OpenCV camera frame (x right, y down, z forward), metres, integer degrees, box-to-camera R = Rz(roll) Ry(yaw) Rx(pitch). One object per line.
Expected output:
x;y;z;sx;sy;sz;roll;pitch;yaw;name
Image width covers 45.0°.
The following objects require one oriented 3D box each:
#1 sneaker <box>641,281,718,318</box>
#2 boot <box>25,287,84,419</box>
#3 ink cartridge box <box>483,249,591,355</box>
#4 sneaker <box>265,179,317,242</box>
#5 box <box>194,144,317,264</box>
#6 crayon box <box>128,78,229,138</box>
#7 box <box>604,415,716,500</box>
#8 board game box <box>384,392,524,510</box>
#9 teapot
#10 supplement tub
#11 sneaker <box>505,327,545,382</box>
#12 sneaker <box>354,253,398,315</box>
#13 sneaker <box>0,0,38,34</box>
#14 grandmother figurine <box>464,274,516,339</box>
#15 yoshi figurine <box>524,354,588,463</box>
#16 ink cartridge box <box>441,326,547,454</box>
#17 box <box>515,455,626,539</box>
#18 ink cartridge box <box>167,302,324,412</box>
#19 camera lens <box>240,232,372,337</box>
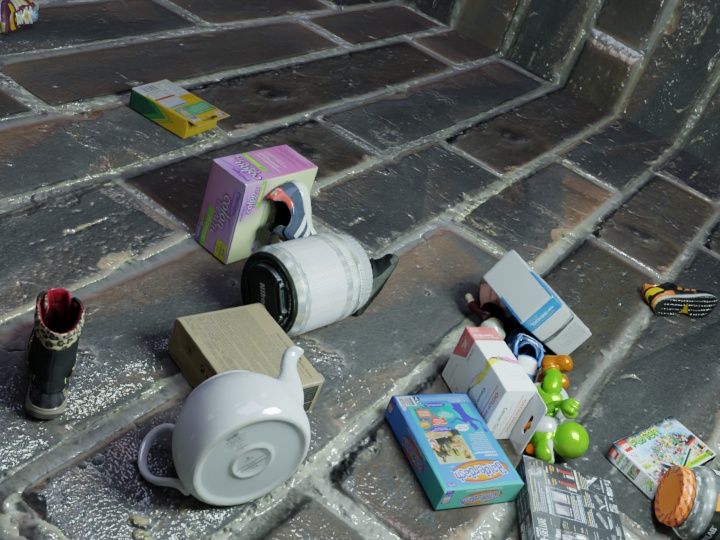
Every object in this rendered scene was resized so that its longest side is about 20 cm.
0.759;0.058;2.066;0.198;0.070;0.090;2;39;-26;sneaker
-0.430;0.089;1.222;0.073;0.151;0.201;9;33;-18;boot
0.348;0.070;1.705;0.200;0.084;0.146;38;13;-46;ink cartridge box
-0.128;-0.064;1.631;0.084;0.202;0.075;-26;19;-33;sneaker
-0.201;-0.131;1.675;0.096;0.177;0.199;36;35;24;box
-0.423;-0.372;2.032;0.199;0.052;0.126;30;32;16;crayon box
0.536;0.330;1.549;0.199;0.035;0.110;-11;43;-41;box
0.145;0.281;1.378;0.151;0.045;0.200;3;35;-28;board game box
-0.174;0.208;1.169;0.199;0.198;0.146;4;33;-37;teapot
0.587;0.392;1.400;0.198;0.123;0.123;20;31;-1;supplement tub
0.312;0.154;1.638;0.073;0.083;0.200;21;28;2;sneaker
0.000;0.000;1.688;0.114;0.076;0.199;36;38;7;sneaker
-0.850;-0.640;2.164;0.089;0.075;0.201;5;36;-16;sneaker
0.264;0.080;1.745;0.120;0.061;0.200;19;30;-4;grandmother figurine
0.346;0.248;1.488;0.112;0.112;0.201;35;45;-20;yoshi figurine
0.224;0.203;1.475;0.067;0.117;0.200;4;35;-28;ink cartridge box
0.319;0.385;1.319;0.156;0.050;0.201;17;31;-7;box
-0.180;0.148;1.357;0.164;0.076;0.200;-7;41;-41;ink cartridge box
-0.096;0.023;1.516;0.199;0.161;0.160;-16;47;-45;camera lens
